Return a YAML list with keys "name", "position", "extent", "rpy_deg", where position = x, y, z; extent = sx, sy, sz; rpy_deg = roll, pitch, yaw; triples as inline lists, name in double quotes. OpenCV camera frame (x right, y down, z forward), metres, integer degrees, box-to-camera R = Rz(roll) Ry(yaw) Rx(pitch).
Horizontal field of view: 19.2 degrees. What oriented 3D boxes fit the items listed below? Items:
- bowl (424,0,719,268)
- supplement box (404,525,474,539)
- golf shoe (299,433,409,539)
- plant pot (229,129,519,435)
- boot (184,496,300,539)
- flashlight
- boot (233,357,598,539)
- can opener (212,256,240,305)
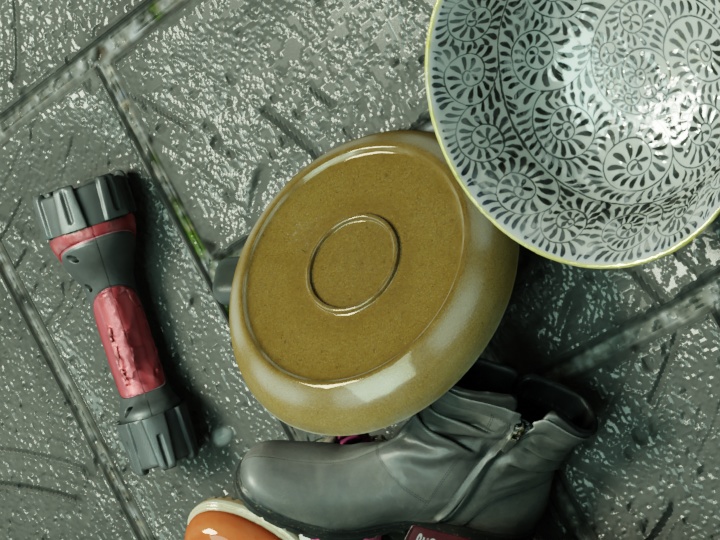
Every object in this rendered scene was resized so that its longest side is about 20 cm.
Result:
- name: "bowl"
  position: [0.144, -0.109, 1.173]
  extent: [0.199, 0.094, 0.203]
  rpy_deg: [11, 109, 32]
- name: "supplement box"
  position: [0.118, 0.221, 1.245]
  extent: [0.198, 0.061, 0.109]
  rpy_deg: [10, 145, 27]
- name: "golf shoe"
  position: [0.012, 0.201, 1.373]
  extent: [0.092, 0.072, 0.202]
  rpy_deg: [-31, 79, 54]
- name: "plant pot"
  position: [0.000, 0.000, 1.269]
  extent: [0.199, 0.027, 0.202]
  rpy_deg: [-16, 57, 26]
- name: "boot"
  position: [-0.062, 0.238, 1.406]
  extent: [0.200, 0.107, 0.075]
  rpy_deg: [48, 126, 15]
- name: "flashlight"
  position: [-0.160, 0.036, 1.436]
  extent: [0.068, 0.067, 0.202]
  rpy_deg: [-15, 94, 41]
- name: "boot"
  position: [0.031, 0.100, 1.270]
  extent: [0.198, 0.070, 0.132]
  rpy_deg: [7, 132, -13]
- name: "can opener"
  position: [-0.003, -0.005, 1.337]
  extent: [0.199, 0.053, 0.067]
  rpy_deg: [-10, 64, 34]
